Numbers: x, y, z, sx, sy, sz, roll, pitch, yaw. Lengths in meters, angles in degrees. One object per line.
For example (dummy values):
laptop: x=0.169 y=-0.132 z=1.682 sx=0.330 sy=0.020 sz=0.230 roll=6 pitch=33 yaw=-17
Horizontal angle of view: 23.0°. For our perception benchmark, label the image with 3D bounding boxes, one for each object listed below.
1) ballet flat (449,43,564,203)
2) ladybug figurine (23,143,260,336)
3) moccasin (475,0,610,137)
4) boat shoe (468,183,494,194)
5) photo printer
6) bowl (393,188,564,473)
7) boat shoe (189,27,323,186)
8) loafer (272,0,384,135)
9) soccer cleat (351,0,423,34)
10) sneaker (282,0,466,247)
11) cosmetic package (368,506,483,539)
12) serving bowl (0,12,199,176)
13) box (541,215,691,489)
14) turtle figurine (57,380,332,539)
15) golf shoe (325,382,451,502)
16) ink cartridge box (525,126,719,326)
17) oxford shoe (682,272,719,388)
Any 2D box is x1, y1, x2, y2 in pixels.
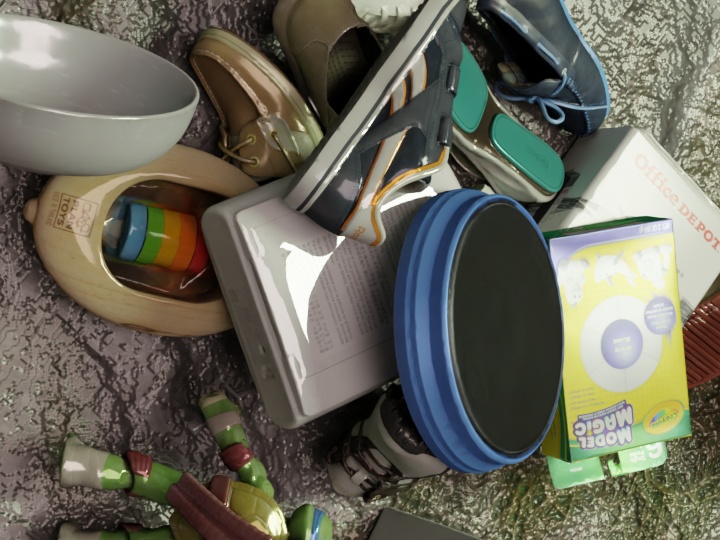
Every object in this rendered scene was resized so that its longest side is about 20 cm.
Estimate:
ballet flat: x=0.080 y=-0.116 z=1.379 sx=0.200 sy=0.069 sz=0.070 roll=43 pitch=74 yaw=-32
ladybug figurine: x=-0.148 y=-0.025 z=1.272 sx=0.199 sy=0.072 sz=0.136 roll=17 pitch=89 yaw=-27
moccasin: x=0.132 y=-0.167 z=1.387 sx=0.068 sy=0.080 sz=0.200 roll=-57 pitch=135 yaw=-19
boat shoe: x=0.049 y=0.018 z=1.375 sx=0.201 sy=0.070 sz=0.072 roll=-43 pitch=104 yaw=-21
photo printer: x=0.000 y=0.000 z=1.271 sx=0.199 sy=0.069 sz=0.167 roll=-24 pitch=99 yaw=-30
bowl: x=0.089 y=0.041 z=1.247 sx=0.200 sy=0.039 sz=0.202 roll=13 pitch=74 yaw=-58
boat shoe: x=-0.066 y=-0.087 z=1.311 sx=0.066 sy=0.074 sz=0.200 roll=-45 pitch=110 yaw=-23
loafer: x=-0.003 y=-0.126 z=1.312 sx=0.076 sy=0.068 sz=0.200 roll=-38 pitch=134 yaw=-6
soccer cleat: x=0.031 y=-0.209 z=1.350 sx=0.200 sy=0.070 sz=0.087 roll=-29 pitch=91 yaw=-24
sneaker: x=0.030 y=-0.105 z=1.222 sx=0.079 sy=0.078 sz=0.200 roll=35 pitch=74 yaw=-7
cosmetic package: x=0.089 y=0.301 z=1.337 sx=0.166 sy=0.200 sz=0.168 roll=32 pitch=79 yaw=-25
serving bowl: x=-0.211 y=-0.110 z=1.183 sx=0.199 sy=0.200 sz=0.066 roll=4 pitch=114 yaw=-26
box: x=0.192 y=0.065 z=1.371 sx=0.117 sy=0.048 sz=0.201 roll=-10 pitch=100 yaw=-24
turtle figurine: x=-0.118 y=0.164 z=1.291 sx=0.193 sy=0.201 sz=0.144 roll=4 pitch=135 yaw=-4
golf shoe: x=0.021 y=0.138 z=1.304 sx=0.094 sy=0.200 sz=0.078 roll=-41 pitch=83 yaw=-3
ink cartridge box: x=0.194 y=0.003 z=1.439 sx=0.144 sy=0.084 sz=0.200 roll=43 pitch=76 yaw=-21
oxford shoe: x=0.301 y=0.027 z=1.486 sx=0.200 sy=0.075 sz=0.070 roll=-41 pitch=117 yaw=16
